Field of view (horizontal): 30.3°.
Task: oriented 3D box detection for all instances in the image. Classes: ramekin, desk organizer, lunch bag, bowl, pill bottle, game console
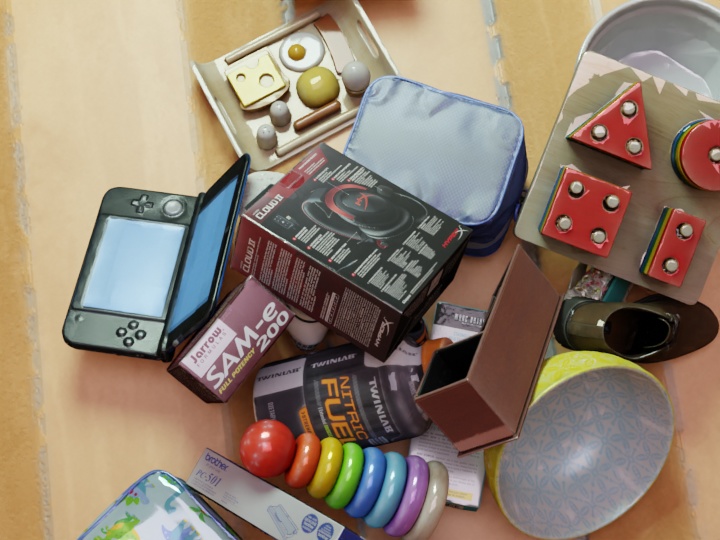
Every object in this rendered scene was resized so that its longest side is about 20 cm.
[{"bbox_3d":[0.321,-0.183,1.423,0.199,0.105,0.202,0,75,0],"label":"ramekin"},{"bbox_3d":[0.124,0.072,1.260,0.077,0.072,0.200,49,41,-20],"label":"desk organizer"},{"bbox_3d":[-0.185,0.310,1.309,0.200,0.083,0.161,42,79,11],"label":"lunch bag"},{"bbox_3d":[0.199,0.156,1.322,0.199,0.201,0.108,-31,34,-7],"label":"bowl"},{"bbox_3d":[0.002,0.122,1.314,0.199,0.106,0.107,-16,74,19],"label":"pill bottle"},{"bbox_3d":[-0.207,-0.022,1.355,0.169,0.119,0.201,8,57,4],"label":"game console"},{"bbox_3d":[0.086,-0.103,1.390,0.199,0.132,0.137,20,78,12],"label":"lunch bag"}]

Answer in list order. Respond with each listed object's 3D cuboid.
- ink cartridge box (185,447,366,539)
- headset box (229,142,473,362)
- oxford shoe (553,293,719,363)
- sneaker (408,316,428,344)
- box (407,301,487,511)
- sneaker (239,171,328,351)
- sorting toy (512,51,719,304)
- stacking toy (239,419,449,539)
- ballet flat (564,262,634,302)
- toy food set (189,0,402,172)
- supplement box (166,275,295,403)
[{"bbox_3d":[-0.070,0.238,1.272,0.199,0.094,0.044,21,76,41],"label":"ink cartridge box"},{"bbox_3d":[-0.017,-0.027,1.271,0.199,0.075,0.149,31,45,12],"label":"headset box"},{"bbox_3d":[0.296,0.064,1.340,0.199,0.084,0.073,-2,98,-31],"label":"oxford shoe"},{"bbox_3d":[0.000,0.000,1.374,0.200,0.112,0.078,43,79,11],"label":"sneaker"},{"bbox_3d":[0.099,0.139,1.368,0.082,0.049,0.201,11,75,4],"label":"box"},{"bbox_3d":[-0.081,-0.013,1.364,0.076,0.081,0.201,-11,58,-15],"label":"sneaker"},{"bbox_3d":[0.280,-0.090,1.314,0.199,0.070,0.200,21,95,-1],"label":"sorting toy"},{"bbox_3d":[-0.020,0.191,1.263,0.199,0.085,0.086,23,76,-11],"label":"stacking toy"},{"bbox_3d":[0.268,-0.015,1.401,0.064,0.076,0.200,24,69,39],"label":"ballet flat"},{"bbox_3d":[-0.070,-0.214,1.459,0.199,0.060,0.144,-28,77,-7],"label":"toy food set"},{"bbox_3d":[-0.131,0.072,1.308,0.061,0.200,0.109,39,79,-5],"label":"supplement box"}]
